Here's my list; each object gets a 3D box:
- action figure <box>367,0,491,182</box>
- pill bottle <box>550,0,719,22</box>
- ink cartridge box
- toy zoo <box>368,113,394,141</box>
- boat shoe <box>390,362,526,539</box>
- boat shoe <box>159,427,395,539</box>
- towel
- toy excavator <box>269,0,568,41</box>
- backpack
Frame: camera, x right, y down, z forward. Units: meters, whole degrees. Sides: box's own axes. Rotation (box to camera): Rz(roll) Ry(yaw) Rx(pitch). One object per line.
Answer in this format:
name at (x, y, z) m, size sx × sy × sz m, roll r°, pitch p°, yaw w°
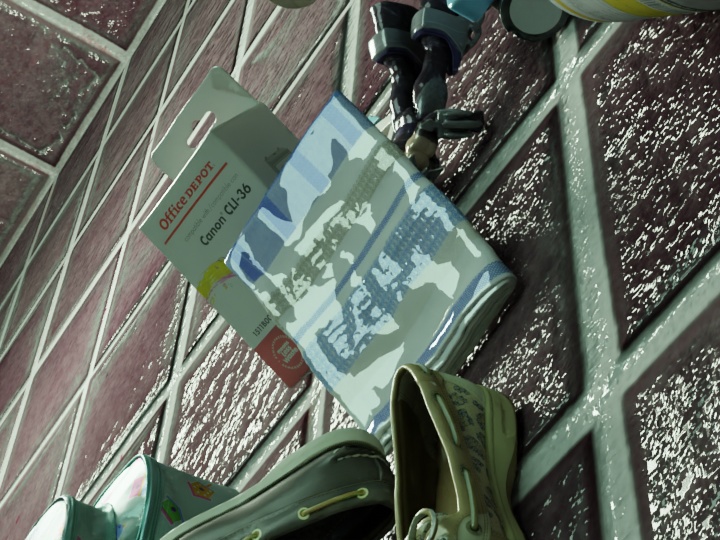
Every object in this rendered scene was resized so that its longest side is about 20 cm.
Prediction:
action figure at (0.042, -0.107, 1.210) m, size 0.130 × 0.069 × 0.200 m, roll -26°, pitch 50°, yaw 52°
pill bottle at (0.152, -0.194, 0.934) m, size 0.112 × 0.112 × 0.200 m, roll -63°, pitch 17°, yaw -2°
ink cartridge box at (-0.073, -0.032, 1.187) m, size 0.116 × 0.200 × 0.067 m, roll -49°, pitch -7°, yaw 39°
toy zoo at (-0.008, -0.042, 1.331) m, size 0.131 × 0.020 × 0.200 m, roll -42°, pitch 26°, yaw 50°
boat shoe at (0.039, 0.128, 0.851) m, size 0.073 × 0.063 × 0.200 m, roll -51°, pitch 20°, yaw 30°
boat shoe at (-0.063, 0.173, 0.998) m, size 0.201 × 0.072 × 0.061 m, roll -39°, pitch 36°, yaw 8°
towel at (0.000, 0.000, 1.058) m, size 0.147 × 0.024 × 0.200 m, roll -55°, pitch 53°, yaw 20°
toy excavator at (0.050, -0.230, 1.140) m, size 0.195 × 0.200 × 0.100 m, roll -53°, pitch 18°, yaw 28°
backpack at (-0.158, 0.225, 1.139) m, size 0.176 × 0.153 × 0.200 m, roll -48°, pitch 19°, yaw 50°
